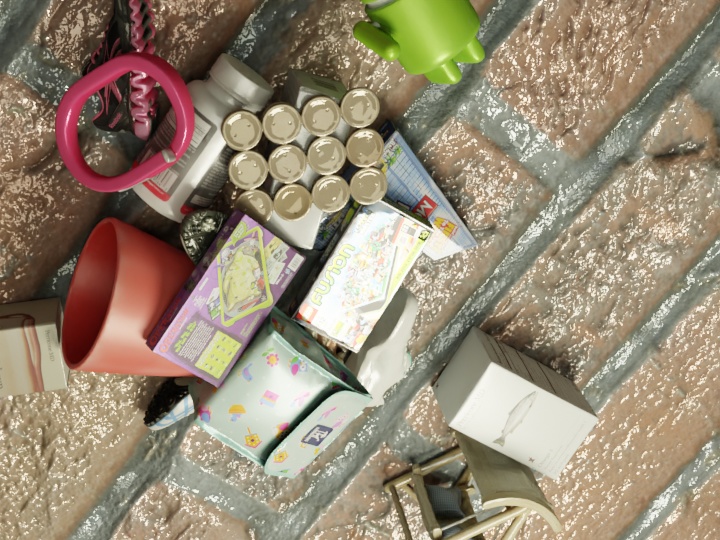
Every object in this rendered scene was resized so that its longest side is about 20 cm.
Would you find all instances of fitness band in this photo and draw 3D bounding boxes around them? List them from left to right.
[{"bbox_3d":[-0.287,-0.177,1.460,0.198,0.037,0.145,-24,94,30],"label":"fitness band"}]

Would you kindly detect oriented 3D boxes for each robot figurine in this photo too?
[{"bbox_3d":[0.071,-0.327,1.503,0.175,0.115,0.201,-41,113,-10],"label":"robot figurine"}]

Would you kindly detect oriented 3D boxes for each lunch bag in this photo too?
[{"bbox_3d":[-0.102,0.171,1.607,0.200,0.122,0.170,40,99,-23],"label":"lunch bag"}]

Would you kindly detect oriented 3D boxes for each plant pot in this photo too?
[{"bbox_3d":[-0.270,0.048,1.568,0.175,0.201,0.202,16,110,-28],"label":"plant pot"}]

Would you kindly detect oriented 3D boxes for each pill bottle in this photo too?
[{"bbox_3d":[-0.197,-0.167,1.524,0.110,0.111,0.201,32,104,-21],"label":"pill bottle"}]

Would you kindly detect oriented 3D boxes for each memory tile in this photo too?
[{"bbox_3d":[-0.067,-0.138,1.492,0.197,0.017,0.155,-11,114,-7],"label":"memory tile"}]

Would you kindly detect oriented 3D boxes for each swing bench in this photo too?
[{"bbox_3d":[0.159,0.338,1.755,0.200,0.199,0.130,-42,114,8],"label":"swing bench"}]

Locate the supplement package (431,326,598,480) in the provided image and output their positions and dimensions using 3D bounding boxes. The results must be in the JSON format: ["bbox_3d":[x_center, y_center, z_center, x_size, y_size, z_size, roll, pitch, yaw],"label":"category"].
[{"bbox_3d":[0.221,0.192,1.750,0.198,0.118,0.118,28,106,-20],"label":"supplement package"}]

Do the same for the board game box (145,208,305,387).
[{"bbox_3d":[-0.166,0.036,1.504,0.201,0.032,0.120,-55,136,-1],"label":"board game box"}]

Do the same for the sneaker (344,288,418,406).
[{"bbox_3d":[0.043,0.111,1.714,0.087,0.076,0.201,13,122,-28],"label":"sneaker"}]

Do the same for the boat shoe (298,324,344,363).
[{"bbox_3d":[-0.057,0.124,1.695,0.071,0.076,0.203,5,113,-15],"label":"boat shoe"}]

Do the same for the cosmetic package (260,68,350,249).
[{"bbox_3d":[-0.076,-0.143,1.557,0.080,0.113,0.202,14,107,-16],"label":"cosmetic package"}]

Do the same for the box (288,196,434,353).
[{"bbox_3d":[0.000,0.000,1.606,0.109,0.035,0.201,26,106,-19],"label":"box"}]

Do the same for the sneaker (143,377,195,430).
[{"bbox_3d":[-0.216,0.166,1.686,0.199,0.072,0.073,-35,122,9],"label":"sneaker"}]

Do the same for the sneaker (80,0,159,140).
[{"bbox_3d":[-0.302,-0.261,1.493,0.094,0.079,0.203,3,110,7],"label":"sneaker"}]

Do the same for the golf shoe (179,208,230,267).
[{"bbox_3d":[-0.184,-0.031,1.549,0.078,0.088,0.200,-58,149,-4],"label":"golf shoe"}]

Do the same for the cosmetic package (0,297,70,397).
[{"bbox_3d":[-0.489,0.108,1.598,0.197,0.087,0.105,-9,113,-7],"label":"cosmetic package"}]

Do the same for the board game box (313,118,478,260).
[{"bbox_3d":[0.051,-0.062,1.642,0.199,0.062,0.201,36,102,-21],"label":"board game box"}]
